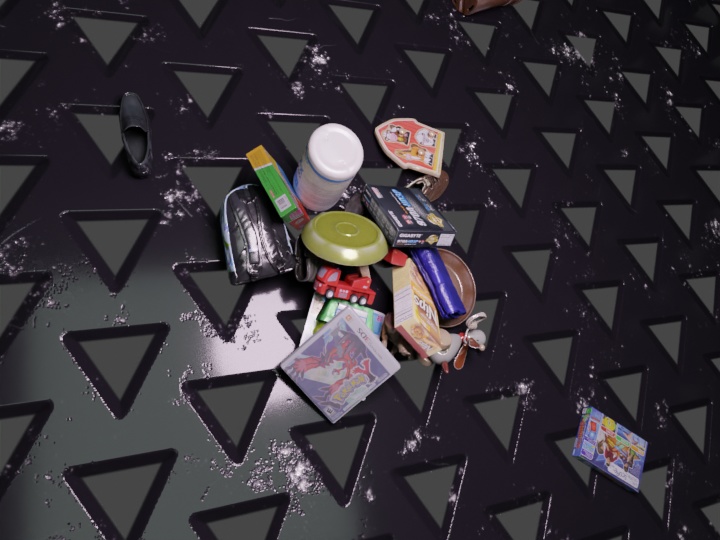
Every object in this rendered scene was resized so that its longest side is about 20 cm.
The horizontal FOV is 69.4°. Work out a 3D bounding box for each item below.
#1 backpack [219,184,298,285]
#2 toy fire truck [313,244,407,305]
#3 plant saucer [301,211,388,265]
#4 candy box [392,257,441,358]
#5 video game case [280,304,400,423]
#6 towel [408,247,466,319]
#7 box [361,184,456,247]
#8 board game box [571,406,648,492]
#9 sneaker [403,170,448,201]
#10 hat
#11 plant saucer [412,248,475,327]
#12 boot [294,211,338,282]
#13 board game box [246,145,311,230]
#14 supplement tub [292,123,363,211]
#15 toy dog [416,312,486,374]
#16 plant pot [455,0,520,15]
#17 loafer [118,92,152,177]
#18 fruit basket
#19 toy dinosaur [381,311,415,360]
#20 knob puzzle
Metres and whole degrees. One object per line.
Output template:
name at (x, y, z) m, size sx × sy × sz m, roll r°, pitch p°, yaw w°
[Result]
backpack at (-0.242, -0.087, 1.157) m, size 0.160 × 0.153 × 0.205 m, roll -17°, pitch 102°, yaw -22°
toy fire truck at (0.000, 0.000, 1.161) m, size 0.196 × 0.049 × 0.144 m, roll 14°, pitch 99°, yaw -33°
plant saucer at (-0.032, -0.080, 1.141) m, size 0.194 × 0.032 × 0.202 m, roll 8°, pitch 34°, yaw -6°
candy box at (0.124, 0.081, 1.165) m, size 0.116 × 0.055 × 0.202 m, roll 47°, pitch 26°, yaw -30°
video game case at (-0.042, 0.205, 1.120) m, size 0.199 × 0.023 × 0.183 m, roll -39°, pitch 104°, yaw 7°
towel at (0.182, 0.020, 1.239) m, size 0.049 × 0.147 × 0.204 m, roll -27°, pitch 74°, yaw 15°
box at (0.109, -0.128, 1.210) m, size 0.155 × 0.047 × 0.201 m, roll 0°, pitch 38°, yaw -26°
board game box at (0.658, 0.470, 1.368) m, size 0.197 × 0.034 × 0.137 m, roll 32°, pitch 66°, yaw -9°
sneaker at (0.173, -0.217, 1.376) m, size 0.198 × 0.076 × 0.071 m, roll -35°, pitch 87°, yaw -25°
hat at (0.033, -0.089, 1.284) m, size 0.196 × 0.081 × 0.205 m, roll 10°, pitch 62°, yaw -20°
plant saucer at (0.202, 0.046, 1.328) m, size 0.195 × 0.037 × 0.206 m, roll 6°, pitch 73°, yaw -19°
boot at (-0.099, -0.060, 1.190) m, size 0.130 × 0.066 × 0.205 m, roll 32°, pitch 50°, yaw -57°
board game box at (-0.178, -0.178, 1.167) m, size 0.040 × 0.200 × 0.155 m, roll -30°, pitch 86°, yaw 2°
supplement tub at (-0.081, -0.236, 1.219) m, size 0.129 × 0.200 × 0.136 m, roll 6°, pitch 71°, yaw -18°
toy dog at (0.237, 0.195, 1.257) m, size 0.196 × 0.133 × 0.098 m, roll -18°, pitch 57°, yaw -15°
plant pot at (0.392, -0.906, 1.616) m, size 0.195 × 0.200 × 0.203 m, roll -28°, pitch 84°, yaw -17°
loafer at (-0.498, -0.309, 1.157) m, size 0.066 × 0.070 × 0.206 m, roll -8°, pitch 77°, yaw -22°
fruit basket at (-0.045, 0.168, 1.169) m, size 0.181 × 0.094 × 0.205 m, roll 19°, pitch 72°, yaw -13°
toy dinosaur at (0.087, 0.134, 1.201) m, size 0.084 × 0.200 × 0.139 m, roll -3°, pitch 66°, yaw 20°
knob puzzle at (0.133, -0.352, 1.400) m, size 0.214 × 0.031 × 0.224 m, roll 8°, pitch 55°, yaw -12°
